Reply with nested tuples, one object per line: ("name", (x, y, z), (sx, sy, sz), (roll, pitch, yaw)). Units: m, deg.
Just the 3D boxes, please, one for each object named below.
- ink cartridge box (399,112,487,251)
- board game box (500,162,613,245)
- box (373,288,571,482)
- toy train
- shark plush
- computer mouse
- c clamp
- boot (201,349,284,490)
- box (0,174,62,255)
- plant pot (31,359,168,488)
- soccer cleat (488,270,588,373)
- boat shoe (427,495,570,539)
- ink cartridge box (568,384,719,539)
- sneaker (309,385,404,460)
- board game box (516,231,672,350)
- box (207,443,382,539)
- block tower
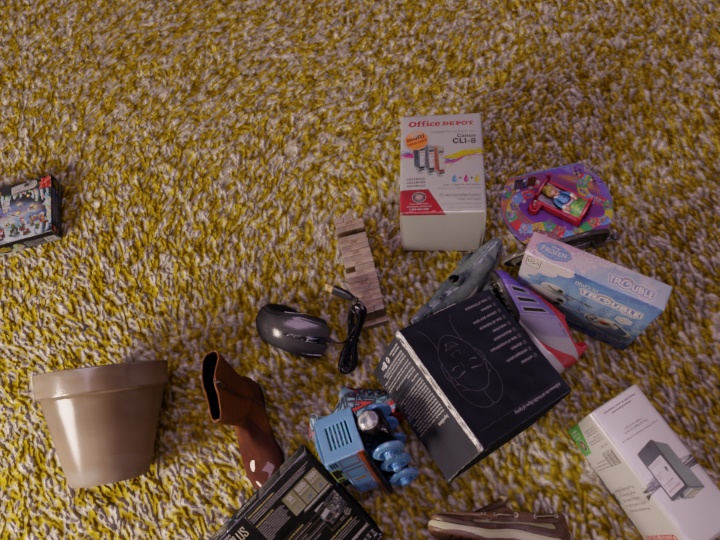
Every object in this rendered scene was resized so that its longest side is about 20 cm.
("ink cartridge box", (0.143, -0.154, 1.061), (0.144, 0.145, 0.201), (-1, 65, 7))
("board game box", (0.356, -0.125, 1.078), (0.199, 0.039, 0.159), (-12, 65, 2))
("box", (0.163, 0.163, 0.891), (0.199, 0.124, 0.197), (-20, 60, -33))
("toy train", (0.011, 0.263, 0.865), (0.114, 0.200, 0.087), (-21, 50, 1))
("shark plush", (0.157, 0.017, 1.016), (0.199, 0.083, 0.091), (-26, 66, -5))
("computer mouse", (-0.088, 0.083, 1.003), (0.199, 0.046, 0.141), (20, 102, 16))
("c clamp", (0.334, -0.033, 0.996), (0.199, 0.171, 0.027), (-15, 80, 13))
("boot", (-0.173, 0.233, 0.897), (0.068, 0.200, 0.189), (-11, 65, 2))
("box", (-0.702, -0.103, 1.200), (0.199, 0.040, 0.138), (-16, 64, 0))
("plant pot", (-0.399, 0.239, 0.946), (0.199, 0.200, 0.175), (-9, 82, 3))
("soccer cleat", (0.279, 0.070, 0.950), (0.073, 0.068, 0.200), (-37, 97, 4))
("boat shoe", (0.200, 0.367, 0.871), (0.201, 0.075, 0.075), (9, 54, 5))
("ink cartridge box", (0.397, 0.279, 0.837), (0.084, 0.146, 0.201), (-29, 67, -8))
("sneaker", (0.005, 0.214, 0.951), (0.199, 0.079, 0.096), (-30, 64, -7))
("board game box", (0.340, 0.037, 0.922), (0.199, 0.199, 0.044), (25, 71, 17))
("box", (-0.097, 0.383, 0.858), (0.164, 0.086, 0.200), (45, 78, 1))
("block tower", (0.000, 0.000, 1.059), (0.054, 0.058, 0.201), (-15, 66, 1))
